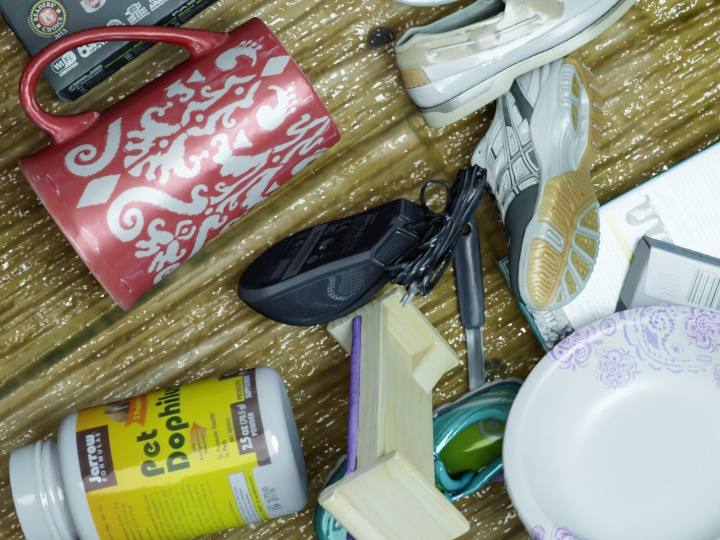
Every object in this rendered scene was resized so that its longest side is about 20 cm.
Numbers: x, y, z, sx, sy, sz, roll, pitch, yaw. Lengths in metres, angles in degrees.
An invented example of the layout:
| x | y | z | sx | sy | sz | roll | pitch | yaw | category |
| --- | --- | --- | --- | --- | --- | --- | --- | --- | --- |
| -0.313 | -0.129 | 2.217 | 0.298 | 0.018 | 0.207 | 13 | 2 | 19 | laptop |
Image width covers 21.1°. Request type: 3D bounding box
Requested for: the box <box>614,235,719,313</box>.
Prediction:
| x | y | z | sx | sy | sz | roll | pitch | yaw | category |
| --- | --- | --- | --- | --- | --- | --- | --- | --- | --- |
| 0.243 | 0.092 | 1.376 | 0.156 | 0.041 | 0.200 | 16 | 103 | -5 | box |

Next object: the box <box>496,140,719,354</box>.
| x | y | z | sx | sy | sz | roll | pitch | yaw | category |
| --- | --- | --- | --- | --- | --- | --- | --- | --- | --- |
| 0.205 | -0.018 | 1.405 | 0.200 | 0.049 | 0.082 | -28 | 89 | 1 | box |

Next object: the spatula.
| x | y | z | sx | sy | sz | roll | pitch | yaw | category |
| --- | --- | --- | --- | --- | --- | --- | --- | --- | --- |
| 0.084 | 0.057 | 1.422 | 0.057 | 0.021 | 0.200 | -5 | 88 | 7 | spatula |

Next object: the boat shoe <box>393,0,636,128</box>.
| x | y | z | sx | sy | sz | roll | pitch | yaw | category |
| --- | --- | --- | --- | --- | --- | --- | --- | --- | --- |
| 0.117 | -0.183 | 1.385 | 0.200 | 0.075 | 0.068 | -34 | 108 | -8 | boat shoe |

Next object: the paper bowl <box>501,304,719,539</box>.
| x | y | z | sx | sy | sz | roll | pitch | yaw | category |
| --- | --- | --- | --- | --- | --- | --- | --- | --- | --- |
| 0.201 | 0.132 | 1.278 | 0.201 | 0.104 | 0.201 | -10 | 54 | 14 | paper bowl |

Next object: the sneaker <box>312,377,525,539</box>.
| x | y | z | sx | sy | sz | roll | pitch | yaw | category |
| --- | --- | --- | --- | --- | --- | --- | --- | --- | --- |
| 0.045 | 0.142 | 1.386 | 0.200 | 0.080 | 0.078 | -35 | 95 | 15 | sneaker |

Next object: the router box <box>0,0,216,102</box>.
| x | y | z | sx | sy | sz | roll | pitch | yaw | category |
| --- | --- | --- | --- | --- | --- | --- | --- | --- | --- |
| -0.180 | -0.241 | 1.414 | 0.200 | 0.062 | 0.150 | -35 | 87 | 1 | router box |

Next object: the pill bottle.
| x | y | z | sx | sy | sz | roll | pitch | yaw | category |
| --- | --- | --- | --- | --- | --- | --- | --- | --- | --- |
| -0.144 | 0.142 | 1.385 | 0.200 | 0.109 | 0.109 | -14 | 89 | 2 | pill bottle |

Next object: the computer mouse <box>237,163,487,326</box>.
| x | y | z | sx | sy | sz | roll | pitch | yaw | category |
| --- | --- | --- | --- | --- | --- | --- | --- | --- | --- |
| 0.000 | 0.000 | 1.368 | 0.200 | 0.139 | 0.053 | -16 | 117 | 37 | computer mouse |

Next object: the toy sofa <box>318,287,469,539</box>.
| x | y | z | sx | sy | sz | roll | pitch | yaw | category |
| --- | --- | --- | --- | --- | --- | --- | --- | --- | --- |
| 0.010 | 0.113 | 1.329 | 0.098 | 0.200 | 0.083 | -31 | 119 | 21 | toy sofa |

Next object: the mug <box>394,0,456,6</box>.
| x | y | z | sx | sy | sz | roll | pitch | yaw | category |
| --- | --- | --- | --- | --- | --- | --- | --- | --- | --- |
| 0.037 | -0.282 | 1.379 | 0.175 | 0.148 | 0.200 | -17 | 119 | 7 | mug |

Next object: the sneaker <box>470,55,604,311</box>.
| x | y | z | sx | sy | sz | roll | pitch | yaw | category |
| --- | --- | --- | --- | --- | --- | --- | --- | --- | --- |
| 0.120 | -0.056 | 1.373 | 0.088 | 0.076 | 0.200 | -10 | 55 | 31 | sneaker |

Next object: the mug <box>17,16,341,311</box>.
| x | y | z | sx | sy | sz | roll | pitch | yaw | category |
| --- | --- | --- | --- | --- | --- | --- | --- | --- | --- |
| -0.133 | -0.094 | 1.366 | 0.200 | 0.133 | 0.178 | -34 | 132 | -3 | mug |
